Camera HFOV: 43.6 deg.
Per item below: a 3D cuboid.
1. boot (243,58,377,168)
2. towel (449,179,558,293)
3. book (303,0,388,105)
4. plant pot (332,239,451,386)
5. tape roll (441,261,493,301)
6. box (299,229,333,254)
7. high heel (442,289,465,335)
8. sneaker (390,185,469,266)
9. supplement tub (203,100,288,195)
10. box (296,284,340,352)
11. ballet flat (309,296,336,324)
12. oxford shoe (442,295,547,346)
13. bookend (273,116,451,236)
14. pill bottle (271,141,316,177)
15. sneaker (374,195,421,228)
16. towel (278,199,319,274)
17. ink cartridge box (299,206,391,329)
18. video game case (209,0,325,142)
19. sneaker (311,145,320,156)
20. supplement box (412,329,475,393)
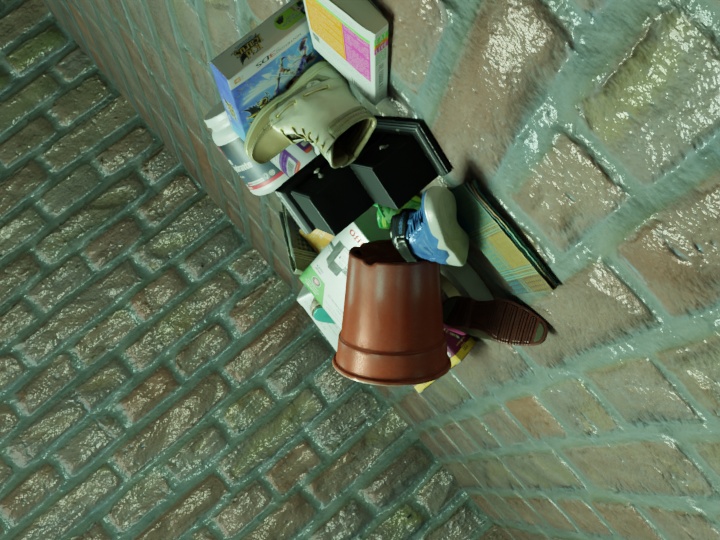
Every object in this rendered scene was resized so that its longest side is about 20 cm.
[{"bbox_3d":[-0.078,-0.201,1.343,0.072,0.200,0.155,29,-157,-52],"label":"boot"},{"bbox_3d":[0.201,-0.047,1.331,0.200,0.022,0.147,49,170,-5],"label":"towel"},{"bbox_3d":[-0.017,-0.319,1.230,0.134,0.048,0.200,47,170,11],"label":"book"},{"bbox_3d":[0.054,0.060,1.479,0.201,0.200,0.196,30,123,59],"label":"plant pot"},{"bbox_3d":[0.168,0.023,1.632,0.203,0.037,0.203,48,169,12],"label":"tape roll"},{"bbox_3d":[-0.001,-0.052,1.750,0.200,0.097,0.124,49,131,6],"label":"box"},{"bbox_3d":[0.128,0.063,1.664,0.096,0.067,0.200,55,162,-21],"label":"high heel"},{"bbox_3d":[0.088,-0.065,1.327,0.111,0.077,0.200,7,163,20],"label":"sneaker"},{"bbox_3d":[-0.225,-0.274,1.912,0.200,0.140,0.140,55,168,-23],"label":"supplement tub"},{"bbox_3d":[-0.015,0.067,2.006,0.199,0.131,0.200,54,-156,-16],"label":"box"},{"bbox_3d":[-0.003,0.081,1.780,0.200,0.068,0.067,18,-146,-17],"label":"ballet flat"},{"bbox_3d":[0.231,0.087,1.499,0.200,0.071,0.075,16,170,40],"label":"oxford shoe"},{"bbox_3d":[-0.001,-0.136,1.362,0.092,0.200,0.199,54,168,-23],"label":"bookend"},{"bbox_3d":[-0.122,-0.238,1.711,0.200,0.111,0.111,43,167,34],"label":"pill bottle"},{"bbox_3d":[0.074,-0.089,1.512,0.200,0.084,0.074,40,165,35],"label":"sneaker"},{"bbox_3d":[-0.072,-0.057,1.818,0.200,0.035,0.193,12,-128,-34],"label":"towel"},{"bbox_3d":[0.000,0.000,1.652,0.147,0.083,0.200,50,132,8],"label":"ink cartridge box"},{"bbox_3d":[-0.128,-0.301,1.361,0.045,0.181,0.200,47,168,15],"label":"video game case"},{"bbox_3d":[-0.038,-0.228,1.523,0.083,0.072,0.200,28,169,19],"label":"sneaker"},{"bbox_3d":[0.116,0.126,1.846,0.200,0.131,0.103,48,-148,3],"label":"supplement box"}]
